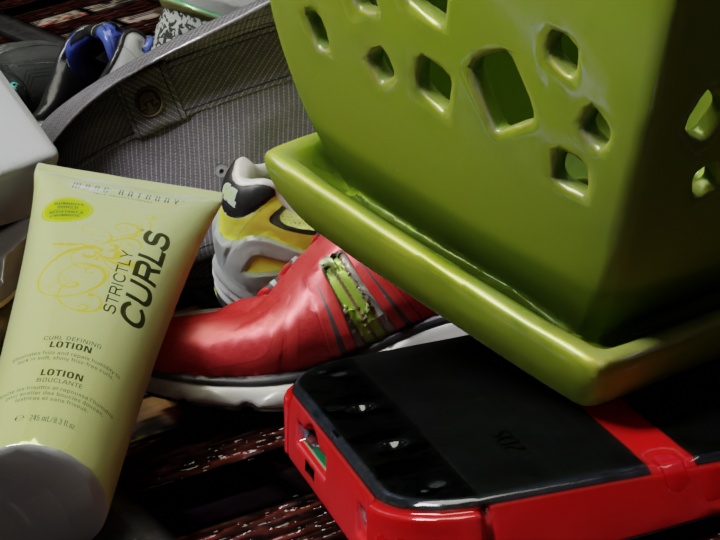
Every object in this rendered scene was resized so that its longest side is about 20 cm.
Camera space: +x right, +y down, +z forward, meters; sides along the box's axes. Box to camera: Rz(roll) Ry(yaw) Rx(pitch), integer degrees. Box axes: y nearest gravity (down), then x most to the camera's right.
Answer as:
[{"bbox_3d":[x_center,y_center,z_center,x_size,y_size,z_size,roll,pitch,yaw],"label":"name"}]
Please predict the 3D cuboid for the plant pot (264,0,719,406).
[{"bbox_3d":[0.088,-0.077,0.929,0.200,0.182,0.199,-19,38,-39],"label":"plant pot"}]

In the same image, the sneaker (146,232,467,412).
[{"bbox_3d":[0.000,0.000,1.069,0.199,0.085,0.077,-13,13,0],"label":"sneaker"}]

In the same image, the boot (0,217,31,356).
[{"bbox_3d":[-0.160,0.052,1.034,0.073,0.076,0.200,-15,17,29],"label":"boot"}]

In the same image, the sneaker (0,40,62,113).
[{"bbox_3d":[-0.239,-0.077,1.660,0.200,0.076,0.079,-28,33,-28],"label":"sneaker"}]

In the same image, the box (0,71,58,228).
[{"bbox_3d":[-0.245,-0.008,1.135,0.199,0.153,0.106,-22,61,-31],"label":"box"}]

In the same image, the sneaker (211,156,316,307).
[{"bbox_3d":[0.030,-0.038,1.165,0.199,0.077,0.075,-24,47,-18],"label":"sneaker"}]

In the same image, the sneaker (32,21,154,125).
[{"bbox_3d":[-0.096,-0.081,1.412,0.199,0.116,0.080,-20,17,-27],"label":"sneaker"}]

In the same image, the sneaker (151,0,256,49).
[{"bbox_3d":[-0.024,-0.085,1.378,0.199,0.089,0.077,24,3,-8],"label":"sneaker"}]

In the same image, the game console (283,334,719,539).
[{"bbox_3d":[0.072,0.054,0.925,0.176,0.031,0.200,-10,14,-11],"label":"game console"}]

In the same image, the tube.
[{"bbox_3d":[-0.103,0.021,1.019,0.052,0.058,0.200,-33,25,27],"label":"tube"}]

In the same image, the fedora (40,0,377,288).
[{"bbox_3d":[-0.051,-0.050,1.241,0.199,0.091,0.177,-24,-12,7],"label":"fedora"}]
